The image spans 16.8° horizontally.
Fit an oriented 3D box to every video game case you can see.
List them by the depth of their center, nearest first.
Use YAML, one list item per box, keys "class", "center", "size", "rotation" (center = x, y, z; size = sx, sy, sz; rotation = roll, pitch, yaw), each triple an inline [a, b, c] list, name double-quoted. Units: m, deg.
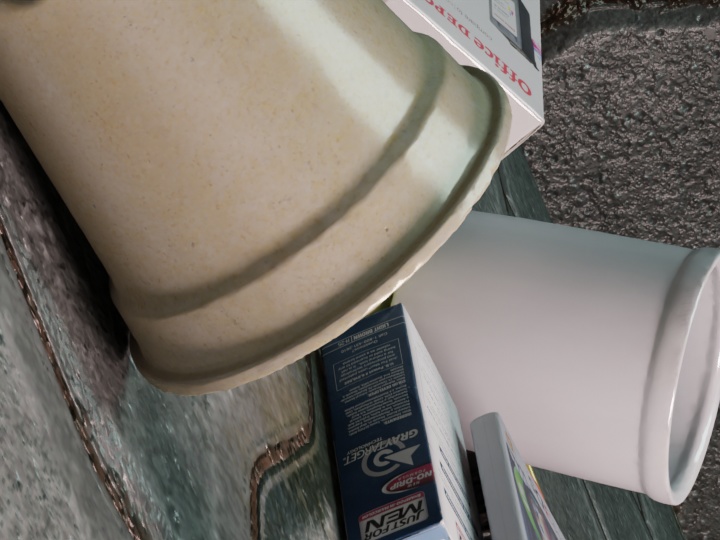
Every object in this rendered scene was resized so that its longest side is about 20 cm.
- class: "video game case"
  center: [0.120, 0.209, 1.450]
  size: [0.200, 0.023, 0.182]
  rotation: [-98, 162, -56]

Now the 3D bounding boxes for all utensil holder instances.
- class: "utensil holder"
  center: [0.134, 0.052, 1.627]
  size: [0.170, 0.199, 0.171]
  rotation: [12, 90, -70]

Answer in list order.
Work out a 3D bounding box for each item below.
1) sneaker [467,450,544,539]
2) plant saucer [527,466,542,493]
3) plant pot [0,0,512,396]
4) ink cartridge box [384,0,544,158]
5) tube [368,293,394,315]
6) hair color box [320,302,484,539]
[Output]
- class: "sneaker"
  center: [0.092, 0.181, 1.650]
  size: [0.098, 0.070, 0.201]
  rotation: [60, 13, -52]
- class: "plant saucer"
  center: [0.097, 0.153, 1.830]
  size: [0.200, 0.048, 0.201]
  rotation: [-35, 103, -81]
- class: "plant pot"
  center: [-0.069, -0.084, 1.019]
  size: [0.184, 0.200, 0.201]
  rotation: [52, 15, -24]
- class: "ink cartridge box"
  center: [0.045, -0.170, 1.607]
  size: [0.147, 0.086, 0.201]
  rotation: [38, 28, -24]
- class: "tube"
  center: [0.000, 0.000, 1.591]
  size: [0.200, 0.052, 0.058]
  rotation: [47, 23, -68]
- class: "hair color box"
  center: [0.027, 0.123, 1.435]
  size: [0.201, 0.060, 0.100]
  rotation: [-100, 165, -53]
